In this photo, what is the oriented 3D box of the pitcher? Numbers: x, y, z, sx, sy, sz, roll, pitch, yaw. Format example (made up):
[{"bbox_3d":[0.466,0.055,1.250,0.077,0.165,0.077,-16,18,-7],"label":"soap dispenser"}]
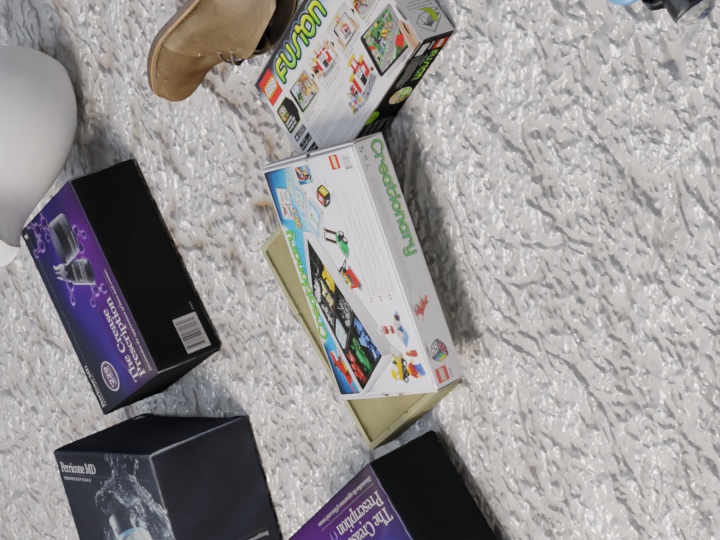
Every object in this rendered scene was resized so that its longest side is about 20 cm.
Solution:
[{"bbox_3d":[-0.343,-0.097,1.854,0.172,0.120,0.201,120,163,-67],"label":"pitcher"}]

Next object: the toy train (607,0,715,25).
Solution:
[{"bbox_3d":[0.173,-0.250,1.174,0.114,0.086,0.201,-40,72,44],"label":"toy train"}]

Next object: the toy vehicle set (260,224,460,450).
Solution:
[{"bbox_3d":[-0.003,0.035,1.595,0.201,0.026,0.124,61,144,11],"label":"toy vehicle set"}]

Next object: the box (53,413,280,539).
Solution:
[{"bbox_3d":[-0.179,0.249,1.861,0.196,0.117,0.201,-6,101,54],"label":"box"}]

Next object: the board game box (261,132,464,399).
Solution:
[{"bbox_3d":[0.000,0.000,1.513,0.126,0.034,0.201,-9,102,53],"label":"board game box"}]

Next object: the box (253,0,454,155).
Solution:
[{"bbox_3d":[-0.009,-0.163,1.495,0.110,0.035,0.200,58,143,16],"label":"box"}]

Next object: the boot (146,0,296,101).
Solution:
[{"bbox_3d":[-0.117,-0.190,1.602,0.076,0.073,0.200,50,139,9],"label":"boot"}]

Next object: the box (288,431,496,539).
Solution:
[{"bbox_3d":[0.027,0.245,1.608,0.142,0.079,0.200,57,143,13],"label":"box"}]

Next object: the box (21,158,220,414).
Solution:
[{"bbox_3d":[-0.231,0.018,1.849,0.141,0.079,0.201,-37,77,56],"label":"box"}]
